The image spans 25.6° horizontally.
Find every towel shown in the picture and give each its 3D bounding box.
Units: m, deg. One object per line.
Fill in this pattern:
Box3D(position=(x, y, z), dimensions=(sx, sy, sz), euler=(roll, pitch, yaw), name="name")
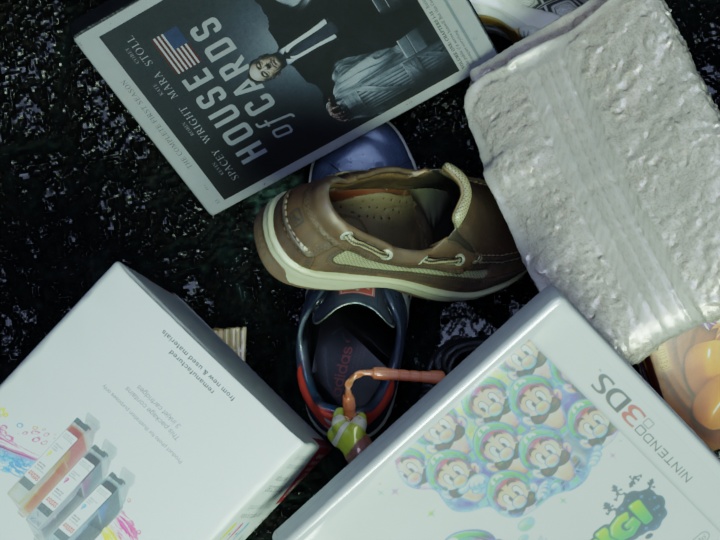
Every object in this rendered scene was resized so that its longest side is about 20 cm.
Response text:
Box3D(position=(0.140, -0.053, 0.867), dimensions=(0.133, 0.034, 0.200), euler=(-31, 67, 21), name="towel")

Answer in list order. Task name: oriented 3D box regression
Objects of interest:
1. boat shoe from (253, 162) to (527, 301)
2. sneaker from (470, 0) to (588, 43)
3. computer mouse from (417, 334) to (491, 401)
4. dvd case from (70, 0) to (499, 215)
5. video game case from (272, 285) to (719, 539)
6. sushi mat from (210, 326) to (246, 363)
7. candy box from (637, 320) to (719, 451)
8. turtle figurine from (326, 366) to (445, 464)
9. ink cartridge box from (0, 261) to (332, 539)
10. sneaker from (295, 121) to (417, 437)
Box3D(position=(0.042, -0.025, 0.894), dimensions=(0.202, 0.075, 0.075), euler=(-6, 69, -39), name="boat shoe")
Box3D(position=(0.113, -0.172, 0.958), dimensions=(0.200, 0.076, 0.088), euler=(25, 85, 5), name="sneaker")
Box3D(position=(0.105, 0.125, 0.938), dimensions=(0.140, 0.046, 0.200), euler=(-5, 83, 1), name="computer mouse")
Box3D(position=(-0.040, -0.132, 0.907), dimensions=(0.200, 0.150, 0.025), euler=(-28, 38, 10), name="dvd case")
Box3D(position=(0.085, 0.134, 0.847), dimensions=(0.200, 0.024, 0.182), euler=(-43, 113, 7), name="video game case")
Box3D(position=(-0.117, 0.134, 0.965), dimensions=(0.096, 0.012, 0.200), euler=(0, 83, 4), name="sushi mat")
Box3D(position=(0.256, 0.018, 0.918), dimensions=(0.200, 0.056, 0.117), euler=(-21, 108, 0), name="candy box")
Box3D(position=(0.046, 0.157, 0.898), dimensions=(0.200, 0.064, 0.161), euler=(33, 118, -9), name="turtle figurine")
Box3D(position=(-0.140, 0.122, 0.888), dimensions=(0.145, 0.145, 0.200), euler=(44, 88, 8), name="ink cartridge box")
Box3D(position=(0.000, 0.000, 0.939), dimensions=(0.075, 0.085, 0.200), euler=(0, 83, 3), name="sneaker")
